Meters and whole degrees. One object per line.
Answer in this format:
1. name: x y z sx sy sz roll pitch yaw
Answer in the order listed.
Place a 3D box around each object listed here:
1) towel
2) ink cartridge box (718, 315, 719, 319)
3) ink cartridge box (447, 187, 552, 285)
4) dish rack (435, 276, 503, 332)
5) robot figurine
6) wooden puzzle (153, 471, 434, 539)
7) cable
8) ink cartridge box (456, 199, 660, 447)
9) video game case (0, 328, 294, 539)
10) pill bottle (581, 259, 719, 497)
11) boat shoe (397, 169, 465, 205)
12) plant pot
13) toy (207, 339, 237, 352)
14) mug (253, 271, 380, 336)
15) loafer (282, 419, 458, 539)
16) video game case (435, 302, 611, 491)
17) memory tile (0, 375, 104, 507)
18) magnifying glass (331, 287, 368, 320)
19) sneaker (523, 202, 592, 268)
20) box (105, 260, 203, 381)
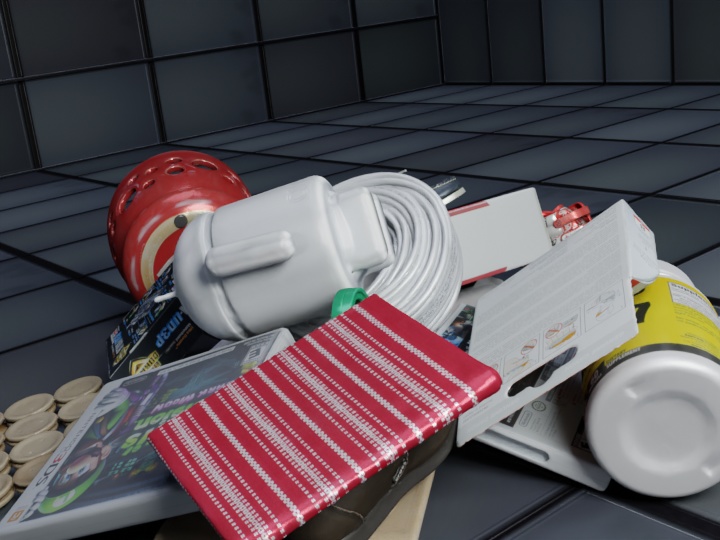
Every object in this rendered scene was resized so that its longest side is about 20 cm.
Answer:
1. towel: -0.024 0.092 0.613 0.199 0.023 0.144 -31 34 -21
2. ink cartridge box: 0.381 0.085 0.816 0.194 0.044 0.200 -7 15 8
3. ink cartridge box: 0.108 -0.026 1.128 0.143 0.085 0.200 -16 -1 -23
4. dish rack: 0.139 0.053 1.028 0.170 0.044 0.199 -16 18 -27
5. robot figurine: -0.073 -0.009 0.807 0.198 0.114 0.170 -18 -10 9
6. wooden puzzle: -0.035 0.168 0.714 0.183 0.047 0.200 -3 21 13
7. cable: 0.000 0.000 0.903 0.199 0.069 0.201 -32 48 5
8. ink cartridge box: 0.154 0.046 0.726 0.162 0.050 0.201 -38 18 28
9. video game case: -0.161 0.126 0.730 0.198 0.023 0.182 -18 25 26
10. pill bottle: 0.229 0.073 0.744 0.113 0.115 0.200 -3 22 12
11. boat shoe: 0.023 -0.076 1.112 0.198 0.062 0.075 -19 0 23
12. plant pot: -0.215 -0.033 1.212 0.198 0.202 0.183 -11 25 -15
13. toy: -0.146 0.134 0.831 0.115 0.047 0.200 -35 15 14
14. mug: -0.039 0.015 1.058 0.151 0.151 0.187 5 33 11
15. loafer: 0.011 0.114 0.655 0.072 0.072 0.200 6 30 27
16. video game case: 0.139 0.098 0.813 0.180 0.024 0.200 20 25 16
17. memory tile: -0.298 0.157 0.874 0.152 0.017 0.200 -20 20 -18
18. magnifying glass: 0.011 0.078 0.794 0.022 0.080 0.200 -8 -27 15
19. sneaker: 0.268 -0.017 1.093 0.067 0.109 0.200 -20 21 -38
20. box: -0.197 0.043 0.995 0.159 0.046 0.200 -51 16 -6
